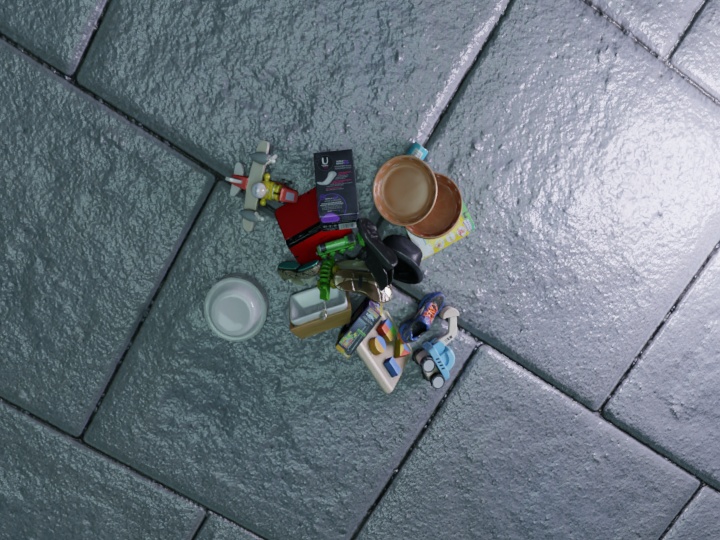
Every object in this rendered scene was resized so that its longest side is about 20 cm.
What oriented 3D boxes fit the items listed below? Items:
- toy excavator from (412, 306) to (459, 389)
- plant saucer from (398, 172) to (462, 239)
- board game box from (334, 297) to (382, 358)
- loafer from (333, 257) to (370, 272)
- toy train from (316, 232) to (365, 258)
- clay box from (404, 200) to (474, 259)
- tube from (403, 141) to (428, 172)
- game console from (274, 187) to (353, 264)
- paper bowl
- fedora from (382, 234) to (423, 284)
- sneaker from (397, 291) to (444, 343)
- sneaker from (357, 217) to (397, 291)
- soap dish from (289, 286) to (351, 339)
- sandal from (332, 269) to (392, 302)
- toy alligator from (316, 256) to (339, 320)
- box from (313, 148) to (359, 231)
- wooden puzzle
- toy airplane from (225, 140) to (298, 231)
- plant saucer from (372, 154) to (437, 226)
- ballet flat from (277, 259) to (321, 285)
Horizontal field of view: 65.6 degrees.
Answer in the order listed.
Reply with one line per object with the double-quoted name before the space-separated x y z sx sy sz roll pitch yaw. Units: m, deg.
"toy excavator" 0.261 0.245 1.798 0.197 0.100 0.198 -34 104 -8
"plant saucer" 0.211 -0.194 1.687 0.193 0.032 0.207 -3 78 12
"board game box" -0.002 0.162 1.704 0.056 0.200 0.167 37 98 -4
"loafer" 0.000 0.000 1.724 0.193 0.069 0.077 9 133 4
"toy train" -0.041 -0.084 1.691 0.194 0.057 0.043 -17 70 -7
"clay box" 0.245 -0.131 1.729 0.196 0.048 0.117 -28 100 3
"tube" 0.127 -0.291 1.689 0.077 0.050 0.202 41 101 26
"game console" -0.140 -0.137 1.728 0.196 0.120 0.174 -27 133 4
"paper bowl" -0.387 0.120 1.731 0.193 0.105 0.208 -1 101 -3
"fedora" 0.118 -0.047 1.699 0.198 0.200 0.093 35 68 -9
"sneaker" 0.204 0.154 1.761 0.075 0.078 0.201 41 80 -17
"sneaker" 0.037 -0.047 1.614 0.202 0.060 0.104 52 140 0
"soap dish" -0.122 0.120 1.720 0.194 0.159 0.083 -19 122 3
"sandal" 0.005 0.043 1.666 0.194 0.054 0.083 13 81 -18
"toy alligator" -0.105 0.041 1.646 0.058 0.054 0.206 -4 61 23
"box" -0.069 -0.232 1.624 0.118 0.106 0.207 -5 73 -1
"wooden puzzle" 0.086 0.248 1.741 0.046 0.200 0.188 -23 107 41
"toy airplane" -0.303 -0.246 1.635 0.196 0.141 0.204 -29 102 5
"plant saucer" 0.132 -0.236 1.654 0.193 0.037 0.208 1 96 15
"ballet flat" -0.176 0.009 1.693 0.068 0.196 0.077 -38 115 -39
